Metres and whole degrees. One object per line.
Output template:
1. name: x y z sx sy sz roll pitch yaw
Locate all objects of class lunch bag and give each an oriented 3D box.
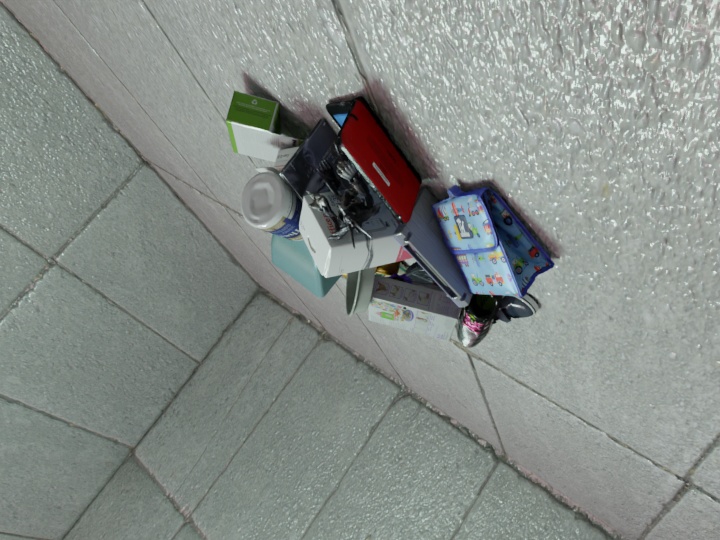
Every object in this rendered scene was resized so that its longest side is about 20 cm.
1. lunch bag: 0.214 -0.063 0.937 0.202 0.094 0.150 56 162 -12

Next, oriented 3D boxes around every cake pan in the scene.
1. cake pan: 0.000 0.000 1.169 0.036 0.205 0.200 6 169 -9

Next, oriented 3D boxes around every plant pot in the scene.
1. plant pot: -0.125 -0.090 1.458 0.195 0.197 0.201 33 157 17

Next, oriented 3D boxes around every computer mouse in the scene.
1. computer mouse: 0.111 0.010 1.156 0.058 0.035 0.199 22 160 -19

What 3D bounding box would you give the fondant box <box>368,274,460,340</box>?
1. fondant box: 0.117 0.086 1.204 0.195 0.059 0.145 13 155 7

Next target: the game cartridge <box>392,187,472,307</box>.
1. game cartridge: 0.153 -0.044 1.016 0.200 0.131 0.038 45 140 -20

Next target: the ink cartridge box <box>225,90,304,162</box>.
1. ink cartridge box: -0.187 -0.304 1.203 0.195 0.078 0.148 13 165 -4

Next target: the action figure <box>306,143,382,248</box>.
1. action figure: -0.035 -0.135 0.948 0.102 0.118 0.202 36 -153 -41

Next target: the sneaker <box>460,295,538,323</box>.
1. sneaker: 0.287 0.081 1.162 0.079 0.080 0.199 47 162 -27

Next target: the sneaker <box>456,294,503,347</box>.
1. sneaker: 0.236 0.085 1.092 0.073 0.087 0.203 34 128 19

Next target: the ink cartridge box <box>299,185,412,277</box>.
1. ink cartridge box: -0.002 -0.082 1.044 0.148 0.196 0.084 60 150 34

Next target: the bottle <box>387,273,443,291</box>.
1. bottle: 0.130 0.041 1.270 0.195 0.067 0.084 0 163 11

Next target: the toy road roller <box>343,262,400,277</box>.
1. toy road roller: 0.028 -0.037 1.353 0.143 0.126 0.200 12 175 1

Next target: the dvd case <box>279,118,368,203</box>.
1. dvd case: -0.063 -0.179 1.101 0.016 0.150 0.201 13 151 44

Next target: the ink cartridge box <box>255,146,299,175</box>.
1. ink cartridge box: -0.116 -0.210 1.169 0.197 0.069 0.116 20 176 -32

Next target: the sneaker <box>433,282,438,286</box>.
1. sneaker: 0.156 -0.032 1.158 0.198 0.072 0.113 37 162 0

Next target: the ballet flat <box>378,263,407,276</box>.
1. ballet flat: 0.083 0.019 1.505 0.062 0.068 0.200 29 166 -5

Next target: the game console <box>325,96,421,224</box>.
1. game console: 0.009 -0.192 0.964 0.117 0.175 0.200 -16 130 38

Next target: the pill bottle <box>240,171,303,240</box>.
1. pill bottle: -0.150 -0.124 1.130 0.110 0.113 0.199 31 -174 26
